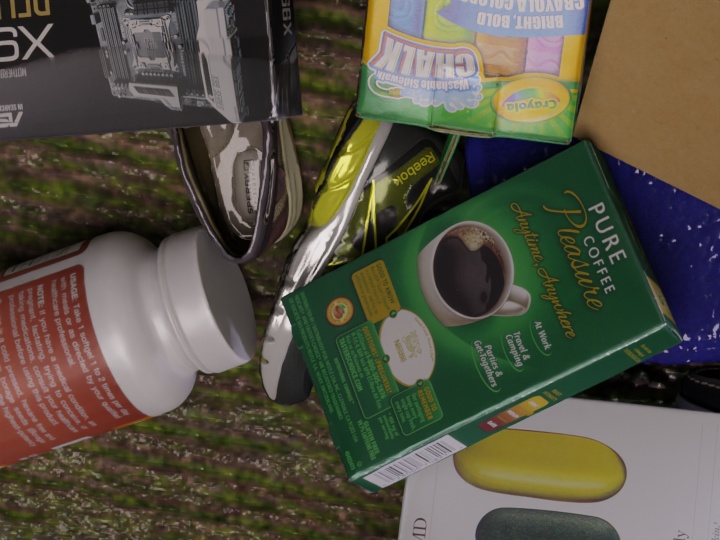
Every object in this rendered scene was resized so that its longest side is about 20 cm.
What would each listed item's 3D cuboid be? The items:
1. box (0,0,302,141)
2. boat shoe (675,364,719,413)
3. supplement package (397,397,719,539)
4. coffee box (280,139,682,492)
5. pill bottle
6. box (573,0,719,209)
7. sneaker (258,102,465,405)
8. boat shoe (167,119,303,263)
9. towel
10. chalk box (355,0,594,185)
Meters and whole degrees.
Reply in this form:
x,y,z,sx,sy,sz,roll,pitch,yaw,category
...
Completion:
x,y,z,sx,sy,sz,roll,pitch,yaw,category
-0.137,-0.155,1.486,0.199,0.050,0.159,-2,96,18,box
0.284,0.066,1.560,0.199,0.074,0.061,6,106,12,boat shoe
0.123,0.163,1.551,0.199,0.151,0.153,6,75,4,supplement package
0.066,0.027,1.480,0.199,0.044,0.123,-28,65,12,coffee box
-0.168,0.044,1.586,0.199,0.112,0.113,-18,111,15,pill bottle
0.218,-0.096,1.418,0.199,0.021,0.164,27,130,17,box
0.000,0.000,1.565,0.084,0.075,0.201,20,116,-3,sneaker
-0.080,-0.099,1.534,0.071,0.065,0.201,-6,113,13,boat shoe
0.163,-0.019,1.519,0.199,0.050,0.149,-6,92,21,towel
0.068,-0.146,1.462,0.123,0.125,0.201,7,116,4,chalk box
